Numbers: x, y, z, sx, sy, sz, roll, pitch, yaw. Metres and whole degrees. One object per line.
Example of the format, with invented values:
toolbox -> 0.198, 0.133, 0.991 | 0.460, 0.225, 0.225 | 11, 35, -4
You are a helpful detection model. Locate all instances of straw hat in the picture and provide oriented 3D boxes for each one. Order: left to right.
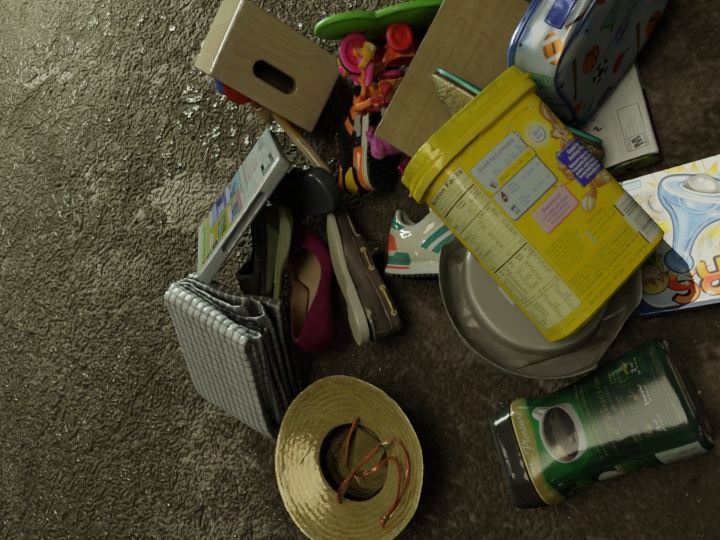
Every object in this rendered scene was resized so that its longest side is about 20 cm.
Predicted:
straw hat -> 0.001, 0.224, 0.800 | 0.196, 0.084, 0.208 | -5, 80, 30

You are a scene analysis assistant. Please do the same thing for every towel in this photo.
towel -> -0.161, 0.106, 0.888 | 0.163, 0.085, 0.204 | 22, 137, 33

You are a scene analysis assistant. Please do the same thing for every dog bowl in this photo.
dog bowl -> 0.171, 0.012, 0.672 | 0.193, 0.059, 0.206 | -1, 69, 2

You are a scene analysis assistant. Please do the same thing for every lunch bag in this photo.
lunch bag -> 0.223, -0.252, 0.647 | 0.075, 0.159, 0.203 | 35, 98, 32

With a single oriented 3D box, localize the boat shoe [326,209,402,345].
boat shoe -> 0.000, 0.000, 0.864 | 0.058, 0.073, 0.204 | -11, 52, -9

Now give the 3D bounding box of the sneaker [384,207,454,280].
sneaker -> 0.111, -0.039, 0.783 | 0.195, 0.069, 0.097 | -2, 84, 39

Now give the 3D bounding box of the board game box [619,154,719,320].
board game box -> 0.350, -0.040, 0.629 | 0.196, 0.034, 0.140 | -15, 71, 34

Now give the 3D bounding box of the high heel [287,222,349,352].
high heel -> -0.076, 0.013, 0.895 | 0.067, 0.095, 0.203 | -38, 60, 23

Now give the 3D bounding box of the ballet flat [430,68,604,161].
ballet flat -> 0.151, -0.141, 0.703 | 0.196, 0.070, 0.067 | 28, 109, 14

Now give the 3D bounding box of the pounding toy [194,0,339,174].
pounding toy -> -0.116, -0.249, 0.928 | 0.145, 0.196, 0.184 | -61, 27, 8

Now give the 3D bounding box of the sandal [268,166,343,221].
sandal -> -0.079, -0.109, 0.931 | 0.043, 0.077, 0.198 | -41, 28, -25

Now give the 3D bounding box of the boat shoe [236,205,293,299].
boat shoe -> -0.138, 0.008, 0.929 | 0.072, 0.064, 0.207 | -121, 41, -65

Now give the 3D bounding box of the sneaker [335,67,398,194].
sneaker -> -0.001, -0.200, 0.903 | 0.088, 0.069, 0.207 | -8, 74, 41

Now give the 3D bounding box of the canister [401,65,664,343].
canister -> 0.153, -0.058, 0.609 | 0.148, 0.087, 0.201 | -40, 83, -14

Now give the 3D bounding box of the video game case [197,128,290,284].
video game case -> -0.162, -0.095, 0.918 | 0.184, 0.022, 0.201 | -53, 23, 10

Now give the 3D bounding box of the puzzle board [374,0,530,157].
puzzle board -> 0.125, -0.202, 0.747 | 0.148, 0.017, 0.204 | 29, 101, -4

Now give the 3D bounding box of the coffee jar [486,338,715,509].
coffee jar -> 0.221, 0.153, 0.651 | 0.197, 0.084, 0.107 | -30, 59, 27

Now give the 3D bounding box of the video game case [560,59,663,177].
video game case -> 0.220, -0.186, 0.756 | 0.178, 0.035, 0.206 | -19, 70, 31

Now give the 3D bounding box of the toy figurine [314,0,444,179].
toy figurine -> 0.050, -0.201, 0.806 | 0.149, 0.194, 0.191 | 179, 82, -67
